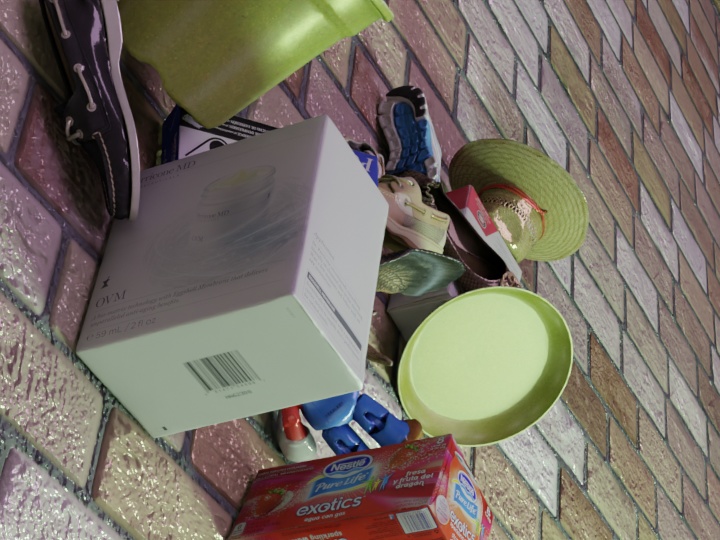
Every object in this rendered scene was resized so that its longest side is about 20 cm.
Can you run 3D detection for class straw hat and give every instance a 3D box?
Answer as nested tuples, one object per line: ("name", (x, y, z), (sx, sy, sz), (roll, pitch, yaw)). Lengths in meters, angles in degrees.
("straw hat", (0.177, -0.057, 2.068), (0.085, 0.201, 0.201), (-56, 130, -34))

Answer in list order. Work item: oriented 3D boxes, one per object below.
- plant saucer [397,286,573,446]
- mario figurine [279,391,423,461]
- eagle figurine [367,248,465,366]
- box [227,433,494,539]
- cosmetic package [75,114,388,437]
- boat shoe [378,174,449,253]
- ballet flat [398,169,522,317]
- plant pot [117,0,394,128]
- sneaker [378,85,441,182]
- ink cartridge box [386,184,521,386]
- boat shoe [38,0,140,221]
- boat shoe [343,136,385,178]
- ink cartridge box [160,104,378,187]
("plant saucer", (0.133, 0.100, 1.860), (0.200, 0.200, 0.031), (59, 2, -31))
("mario figurine", (-0.035, 0.100, 1.566), (0.200, 0.106, 0.123), (48, 59, -5))
("eagle figurine", (-0.004, 0.004, 1.681), (0.152, 0.151, 0.200), (55, 39, -9))
("box", (0.001, 0.221, 1.464), (0.100, 0.200, 0.096), (62, 29, -25))
("cosmetic package", (-0.098, 0.004, 1.376), (0.123, 0.199, 0.200), (55, 31, -38))
("boat shoe", (0.028, -0.068, 1.743), (0.200, 0.072, 0.065), (32, 77, -49))
("ballet flat", (0.113, -0.032, 1.862), (0.200, 0.046, 0.067), (49, 36, -3))
("plant pot", (-0.105, -0.226, 1.438), (0.200, 0.184, 0.200), (48, 5, -5))
("sneaker", (0.068, -0.113, 1.966), (0.087, 0.075, 0.200), (53, 32, -50))
("ink cartridge box", (0.110, 0.024, 1.957), (0.145, 0.083, 0.200), (59, 29, -30))
("boat shoe", (-0.217, -0.136, 1.373), (0.074, 0.060, 0.201), (167, -86, -71))
("boat shoe", (-0.006, -0.094, 1.792), (0.200, 0.068, 0.075), (17, 59, -64))
("ink cartridge box", (-0.079, -0.080, 1.531), (0.200, 0.044, 0.094), (14, 56, -25))
